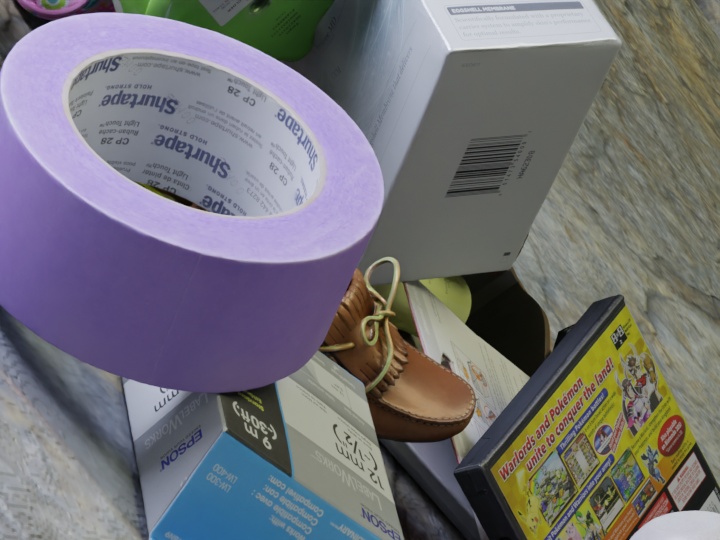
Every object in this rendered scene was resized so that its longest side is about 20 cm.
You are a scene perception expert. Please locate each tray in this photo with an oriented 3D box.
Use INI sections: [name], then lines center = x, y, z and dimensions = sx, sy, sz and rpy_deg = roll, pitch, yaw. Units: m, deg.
[tray]
center = 0.048, 0.114, 1.575
dimensions = 0.200, 0.022, 0.107
rpy_deg = 49, 17, -11

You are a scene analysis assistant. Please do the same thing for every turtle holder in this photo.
[turtle holder]
center = -0.073, -0.185, 1.456
dimensions = 0.185, 0.141, 0.132
rpy_deg = -9, 53, -53

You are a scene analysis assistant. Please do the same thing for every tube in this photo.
[tube]
center = 0.000, 0.000, 1.630
dimensions = 0.200, 0.058, 0.052
rpy_deg = 23, 63, -51

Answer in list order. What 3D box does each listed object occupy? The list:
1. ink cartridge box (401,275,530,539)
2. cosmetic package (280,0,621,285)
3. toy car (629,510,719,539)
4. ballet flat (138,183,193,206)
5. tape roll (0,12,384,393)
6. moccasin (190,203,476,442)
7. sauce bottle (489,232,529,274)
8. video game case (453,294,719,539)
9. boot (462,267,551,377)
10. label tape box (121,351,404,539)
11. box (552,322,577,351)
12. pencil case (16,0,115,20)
[ink cartridge box]
center = 0.080, 0.113, 1.546
dimensions = 0.176, 0.045, 0.200
rpy_deg = 40, 21, -34
[cosmetic package]
center = 0.033, -0.133, 1.542
dimensions = 0.122, 0.200, 0.201
rpy_deg = -5, 50, -27
[toy car]
center = 0.126, 0.218, 1.342
dimensions = 0.150, 0.199, 0.176
rpy_deg = 15, -67, 62
[ballet flat]
center = -0.095, -0.061, 1.466
dimensions = 0.200, 0.067, 0.067
rpy_deg = 41, -5, -39
[tape roll]
center = -0.094, -0.037, 1.266
dimensions = 0.199, 0.085, 0.200
rpy_deg = 18, 34, -12
[moccasin]
center = -0.018, 0.026, 1.413
dimensions = 0.201, 0.078, 0.074
rpy_deg = 37, 33, -7
[sauce bottle]
center = 0.013, -0.053, 1.656
dimensions = 0.199, 0.066, 0.066
rpy_deg = 18, 30, -20
[video game case]
center = 0.145, 0.139, 1.494
dimensions = 0.200, 0.025, 0.181
rpy_deg = -45, 111, -48
[boot]
center = 0.108, 0.060, 1.763
dimensions = 0.076, 0.073, 0.200
rpy_deg = 54, 13, -28
[label tape box]
center = -0.046, 0.107, 1.283
dimensions = 0.143, 0.066, 0.200
rpy_deg = 38, 21, -35
[box]
center = 0.182, 0.135, 1.709
dimensions = 0.159, 0.046, 0.201
rpy_deg = -38, 108, -81
[pencil case]
center = -0.138, -0.181, 1.573
dimensions = 0.088, 0.087, 0.200
rpy_deg = 58, 19, 19
